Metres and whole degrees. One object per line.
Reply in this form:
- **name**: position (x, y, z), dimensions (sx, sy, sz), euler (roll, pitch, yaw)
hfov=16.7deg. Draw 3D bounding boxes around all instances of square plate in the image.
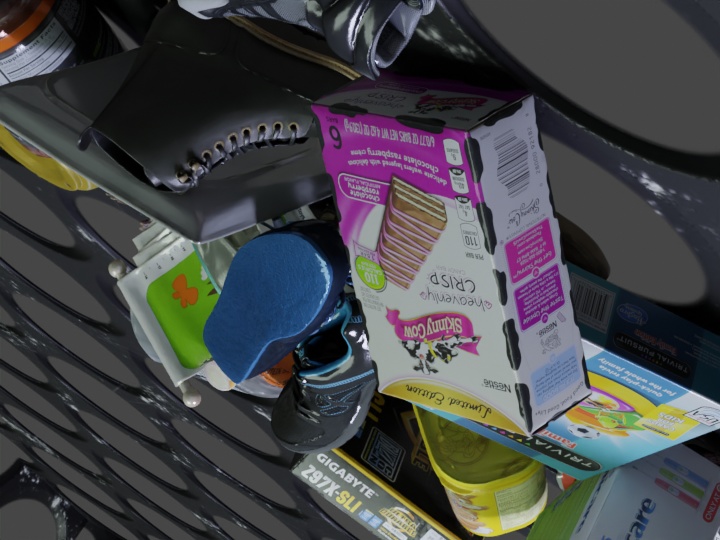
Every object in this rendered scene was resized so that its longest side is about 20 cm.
- **square plate**: position (-0.122, -0.094, 1.623), dimensions (0.200, 0.028, 0.198), euler (32, -150, 23)

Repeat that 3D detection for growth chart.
- **growth chart**: position (-0.102, -0.006, 1.761), dimensions (0.145, 0.200, 0.018), euler (52, -147, 17)

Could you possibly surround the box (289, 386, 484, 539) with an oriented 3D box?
- **box**: position (0.036, 0.142, 1.961), dimensions (0.160, 0.049, 0.200), euler (36, -151, -7)

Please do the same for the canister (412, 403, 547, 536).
- **canister**: position (0.087, 0.110, 1.812), dimensions (0.200, 0.086, 0.149), euler (72, -179, -71)

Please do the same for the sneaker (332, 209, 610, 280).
- **sneaker**: position (0.068, -0.014, 1.577), dimensions (0.200, 0.076, 0.070), euler (24, 162, 38)

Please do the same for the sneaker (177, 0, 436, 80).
- **sneaker**: position (-0.028, -0.152, 1.350), dimensions (0.114, 0.076, 0.200), euler (40, 162, -10)

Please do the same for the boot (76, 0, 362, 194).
- **boot**: position (-0.062, -0.081, 1.526), dimensions (0.200, 0.138, 0.077), euler (30, 163, 11)

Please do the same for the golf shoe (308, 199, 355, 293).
- **golf shoe**: position (0.000, 0.000, 1.741), dimensions (0.078, 0.095, 0.200), euler (41, 163, -17)

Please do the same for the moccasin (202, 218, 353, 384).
- **moccasin**: position (-0.049, 0.008, 1.626), dimensions (0.081, 0.068, 0.200), euler (57, 150, 4)

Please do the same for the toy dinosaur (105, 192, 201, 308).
- **toy dinosaur**: position (-0.114, -0.012, 1.865), dimensions (0.136, 0.086, 0.200), euler (56, 176, 16)

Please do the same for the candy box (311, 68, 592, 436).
- **candy box**: position (0.054, -0.012, 1.457), dimensions (0.136, 0.061, 0.200), euler (13, 125, 47)

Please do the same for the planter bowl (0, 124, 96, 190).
- **planter bowl**: position (-0.233, -0.121, 1.894), dimensions (0.200, 0.083, 0.200), euler (33, 165, 10)

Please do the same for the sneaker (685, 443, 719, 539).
- **sneaker**: position (0.298, 0.208, 1.787), dimensions (0.108, 0.067, 0.201), euler (25, 160, 42)

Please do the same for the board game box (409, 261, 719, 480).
- **board game box**: position (0.138, 0.070, 1.587), dimensions (0.151, 0.047, 0.200), euler (25, 154, -18)

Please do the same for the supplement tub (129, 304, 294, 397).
- **supplement tub**: position (-0.096, 0.037, 2.011), dimensions (0.123, 0.123, 0.200), euler (43, 163, -29)

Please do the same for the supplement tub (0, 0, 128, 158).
- **supplement tub**: position (-0.241, -0.172, 1.707), dimensions (0.107, 0.107, 0.200), euler (25, 162, 35)

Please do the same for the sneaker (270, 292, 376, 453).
- **sneaker**: position (-0.022, 0.065, 1.731), dimensions (0.082, 0.073, 0.200), euler (2, 147, -33)

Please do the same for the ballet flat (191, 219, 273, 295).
- **ballet flat**: position (-0.113, -0.068, 1.698), dimensions (0.064, 0.067, 0.200), euler (-33, 94, 30)

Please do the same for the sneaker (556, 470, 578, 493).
- **sneaker**: position (0.190, 0.129, 1.771), dimensions (0.082, 0.077, 0.200), euler (20, 161, 26)

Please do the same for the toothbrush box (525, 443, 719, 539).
- **toothbrush box**: position (0.166, 0.216, 1.716), dimensions (0.086, 0.146, 0.200), euler (31, 148, -2)
